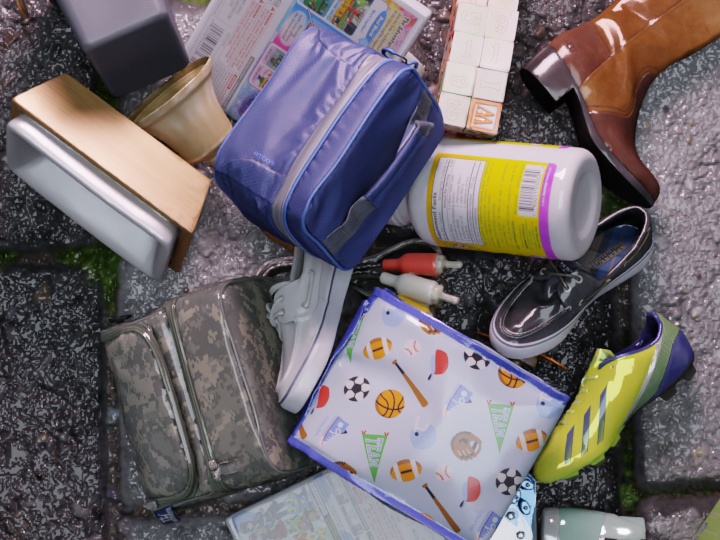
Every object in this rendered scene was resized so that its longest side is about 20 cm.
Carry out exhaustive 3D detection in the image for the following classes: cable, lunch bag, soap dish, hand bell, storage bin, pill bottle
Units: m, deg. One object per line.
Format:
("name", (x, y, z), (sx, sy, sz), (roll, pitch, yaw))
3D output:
("cable", (0.000, 0.000, 1.656), (0.200, 0.050, 0.097), (11, 71, 9))
("lunch bag", (0.058, 0.131, 1.556), (0.200, 0.124, 0.170), (29, 86, 1))
("soap dish", (-0.231, -0.087, 1.617), (0.200, 0.157, 0.081), (36, 73, 0))
("lunch bag", (-0.014, -0.110, 1.543), (0.132, 0.136, 0.200), (30, 82, 29))
("hand bell", (-0.121, -0.094, 1.657), (0.104, 0.104, 0.200), (-40, 108, -3))
("lunch bag", (-0.144, 0.119, 1.618), (0.168, 0.139, 0.200), (-18, 87, 25))
("storage bin", (-0.234, -0.245, 1.586), (0.145, 0.200, 0.135), (-24, 78, -2))
("pill bottle", (0.115, -0.070, 1.622), (0.200, 0.104, 0.104), (7, 87, 26))

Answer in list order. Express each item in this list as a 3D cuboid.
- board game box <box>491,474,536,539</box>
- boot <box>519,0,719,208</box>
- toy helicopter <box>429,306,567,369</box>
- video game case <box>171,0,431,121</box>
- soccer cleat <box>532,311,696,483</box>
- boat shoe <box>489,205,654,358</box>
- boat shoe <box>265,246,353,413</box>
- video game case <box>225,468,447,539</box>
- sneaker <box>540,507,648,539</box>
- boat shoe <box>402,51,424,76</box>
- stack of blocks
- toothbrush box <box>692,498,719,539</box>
("board game box", (0.070, 0.295, 1.668), (0.200, 0.026, 0.200), (0, 87, -2))
("boot", (0.284, -0.184, 1.693), (0.200, 0.068, 0.188), (-37, 81, -11))
("toy helicopter", (0.105, 0.090, 1.658), (0.132, 0.079, 0.200), (-42, 77, 3))
("video game case", (-0.059, -0.213, 1.643), (0.182, 0.024, 0.200), (34, 118, 0))
("soccer cleat", (0.229, 0.120, 1.659), (0.200, 0.065, 0.084), (-41, 106, -10))
("boat shoe", (0.201, 0.005, 1.637), (0.200, 0.066, 0.070), (-32, 59, -19))
("boat shoe", (-0.054, 0.035, 1.591), (0.065, 0.074, 0.200), (22, 55, -11))
("video game case", (-0.004, 0.283, 1.644), (0.182, 0.022, 0.200), (-26, 88, -2))
("sneaker", (0.228, 0.325, 1.645), (0.118, 0.074, 0.201), (1, 85, 4))
("boat shoe", (-0.035, -0.224, 1.668), (0.200, 0.073, 0.062), (34, 83, -5))
("stack of blocks", (0.113, -0.224, 1.651), (0.058, 0.115, 0.200), (11, 86, -1))
("toothbrush box", (0.365, 0.266, 1.620), (0.086, 0.146, 0.200), (33, 86, 0))
